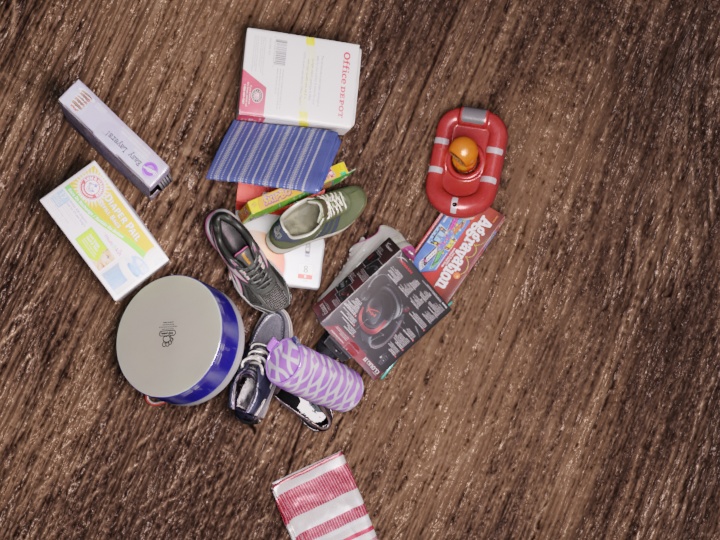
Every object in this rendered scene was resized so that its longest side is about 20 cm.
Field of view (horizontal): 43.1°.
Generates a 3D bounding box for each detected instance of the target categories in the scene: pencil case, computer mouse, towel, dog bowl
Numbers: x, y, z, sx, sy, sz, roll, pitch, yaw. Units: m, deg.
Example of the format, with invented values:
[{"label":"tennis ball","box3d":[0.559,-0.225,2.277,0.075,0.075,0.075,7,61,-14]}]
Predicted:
[{"label":"pencil case","box3d":[-0.077,0.174,1.511,0.084,0.085,0.199,-51,138,3]},{"label":"computer mouse","box3d":[-0.005,0.084,1.570,0.058,0.034,0.201,27,107,-41]},{"label":"towel","box3d":[-0.058,0.438,1.596,0.142,0.023,0.203,-23,93,-12]},{"label":"towel","box3d":[-0.142,-0.189,1.518,0.197,0.024,0.146,8,51,12]},{"label":"dog bowl","box3d":[-0.292,0.113,1.475,0.197,0.079,0.203,-6,72,19]}]

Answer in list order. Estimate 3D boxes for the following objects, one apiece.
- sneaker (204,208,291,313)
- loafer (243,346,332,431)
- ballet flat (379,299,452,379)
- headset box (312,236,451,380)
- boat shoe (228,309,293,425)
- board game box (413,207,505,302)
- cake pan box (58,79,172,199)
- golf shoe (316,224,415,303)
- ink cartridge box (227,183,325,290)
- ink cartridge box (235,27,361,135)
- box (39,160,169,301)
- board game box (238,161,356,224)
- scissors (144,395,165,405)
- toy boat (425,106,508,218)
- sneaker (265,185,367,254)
[{"label":"sneaker","box3d":[-0.189,-0.012,1.497,0.080,0.086,0.201,-41,97,-8]},{"label":"loafer","box3d":[-0.120,0.200,1.565,0.200,0.063,0.072,44,82,-8]},{"label":"ballet flat","box3d":[0.075,0.100,1.613,0.072,0.068,0.200,43,86,6]},{"label":"headset box","box3d":[0.028,0.071,1.519,0.200,0.075,0.149,-43,113,2]},{"label":"boat shoe","box3d":[-0.163,0.151,1.499,0.073,0.093,0.203,11,77,6]},{"label":"board game box","box3d":[0.161,-0.041,1.617,0.102,0.019,0.201,32,77,17]},{"label":"cake pan box","box3d":[-0.387,-0.199,1.456,0.200,0.184,0.052,44,81,-7]},{"label":"golf shoe","box3d":[0.000,0.000,1.598,0.199,0.075,0.092,-35,59,2]},{"label":"ink cartridge box","box3d":[-0.139,-0.075,1.573,0.160,0.050,0.203,6,91,-12]},{"label":"ink cartridge box","box3d":[-0.107,-0.320,1.565,0.197,0.083,0.148,7,88,-11]},{"label":"box","box3d":[-0.414,-0.063,1.490,0.112,0.101,0.201,-38,96,-9]},{"label":"board game box","box3d":[-0.106,-0.133,1.534,0.198,0.095,0.030,-22,90,-19]},{"label":"scissors","box3d":[-0.283,0.162,1.560,0.198,0.014,0.074,-25,92,-12]},{"label":"toy boat","box3d":[0.181,-0.193,1.584,0.128,0.131,0.203,11,84,13]},{"label":"sneaker","box3d":[-0.065,-0.094,1.537,0.198,0.090,0.068,-28,82,-20]}]
